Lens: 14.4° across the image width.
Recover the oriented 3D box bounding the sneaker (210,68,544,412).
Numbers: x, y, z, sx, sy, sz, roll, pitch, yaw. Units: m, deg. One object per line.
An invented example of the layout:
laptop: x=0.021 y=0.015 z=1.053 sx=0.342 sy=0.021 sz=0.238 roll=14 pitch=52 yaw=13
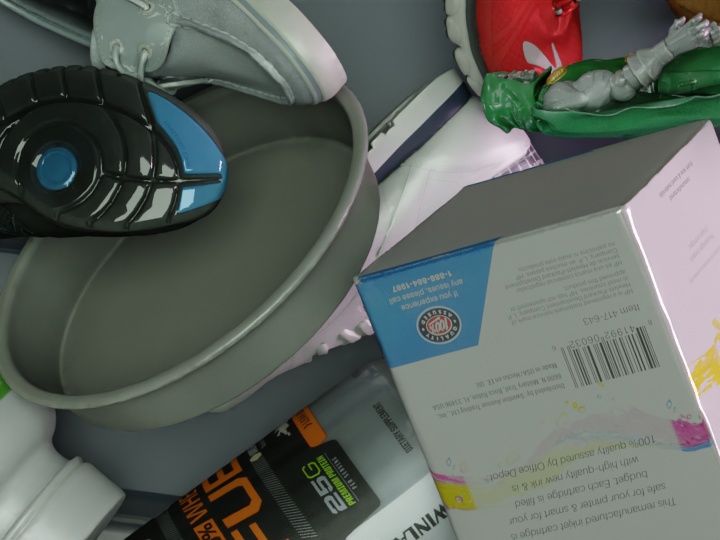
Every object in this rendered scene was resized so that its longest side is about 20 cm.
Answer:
sneaker: x=0.000 y=0.000 z=1.318 sx=0.081 sy=0.076 sz=0.200 roll=44 pitch=89 yaw=-8

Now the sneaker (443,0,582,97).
sneaker: x=0.087 y=-0.148 z=1.267 sx=0.085 sy=0.077 sz=0.200 roll=15 pitch=129 yaw=28

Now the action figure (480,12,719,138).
action figure: x=0.149 y=-0.084 z=1.249 sx=0.200 sy=0.118 sz=0.055 roll=-6 pitch=92 yaw=16

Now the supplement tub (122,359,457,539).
supplement tub: x=-0.032 y=0.142 z=1.282 sx=0.200 sy=0.123 sz=0.123 roll=-36 pitch=88 yaw=-3

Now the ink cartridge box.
ink cartridge box: x=0.108 y=0.060 z=1.207 sx=0.128 sy=0.125 sz=0.200 roll=-15 pitch=103 yaw=28

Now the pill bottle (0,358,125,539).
pill bottle: x=-0.209 y=0.072 z=1.290 sx=0.200 sy=0.111 sz=0.111 roll=38 pitch=87 yaw=2

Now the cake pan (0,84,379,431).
cake pan: x=-0.074 y=-0.007 z=1.270 sx=0.200 sy=0.200 sz=0.037 roll=-40 pitch=123 yaw=-2

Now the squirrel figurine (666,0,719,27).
squirrel figurine: x=0.187 y=-0.201 z=1.313 sx=0.200 sy=0.142 sz=0.187 roll=39 pitch=98 yaw=16

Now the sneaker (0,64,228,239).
sneaker: x=-0.146 y=-0.049 z=1.287 sx=0.200 sy=0.082 sz=0.073 roll=7 pitch=77 yaw=22

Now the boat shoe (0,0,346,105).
boat shoe: x=-0.094 y=-0.110 z=1.286 sx=0.201 sy=0.070 sz=0.072 roll=30 pitch=70 yaw=35
